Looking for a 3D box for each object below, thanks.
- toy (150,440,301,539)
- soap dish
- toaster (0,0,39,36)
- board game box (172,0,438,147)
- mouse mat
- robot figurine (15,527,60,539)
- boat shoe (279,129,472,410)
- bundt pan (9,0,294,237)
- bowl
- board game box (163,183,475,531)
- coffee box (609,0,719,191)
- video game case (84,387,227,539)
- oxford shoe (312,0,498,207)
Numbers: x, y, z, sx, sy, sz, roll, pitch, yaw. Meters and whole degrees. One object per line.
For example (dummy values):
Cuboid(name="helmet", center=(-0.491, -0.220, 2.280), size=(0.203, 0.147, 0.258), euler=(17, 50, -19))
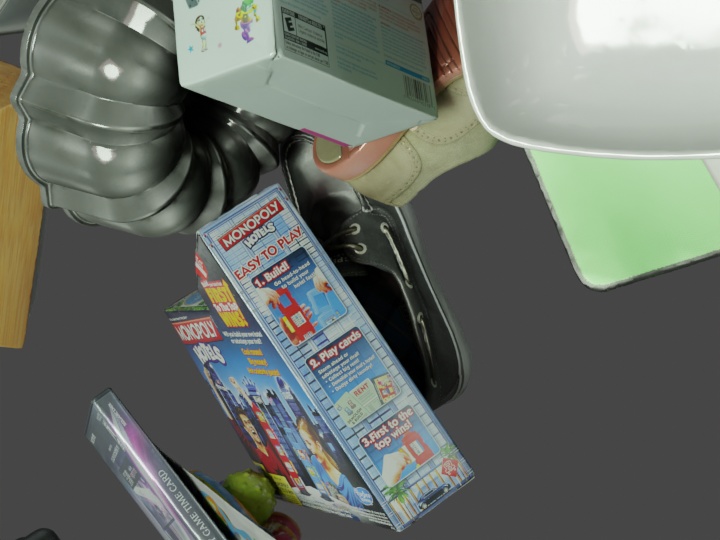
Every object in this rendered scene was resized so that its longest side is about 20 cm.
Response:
Cuboid(name="toy", center=(-0.064, 0.169, 1.030), size=(0.200, 0.047, 0.115), euler=(34, 152, 47))
Cuboid(name="soap dish", center=(-0.293, -0.056, 1.089), size=(0.157, 0.081, 0.200), euler=(21, 114, 19))
Cuboid(name="toaster", center=(-0.202, -0.251, 0.934), size=(0.200, 0.119, 0.181), euler=(-44, 77, 37))
Cuboid(name="board game box", center=(-0.034, -0.180, 0.838), size=(0.064, 0.147, 0.200), euler=(-15, 73, 31))
Cuboid(name="mouse mat", center=(0.183, -0.085, 0.882), size=(0.200, 0.008, 0.161), euler=(-19, 97, 31))
Cuboid(name="robot figurine", center=(-0.206, 0.286, 1.139), size=(0.125, 0.150, 0.200), euler=(-32, 91, 3))
Cuboid(name="boat shoe", center=(0.000, 0.000, 0.968), size=(0.070, 0.066, 0.200), euler=(-22, 96, 30))
Cuboid(name="bundt pan", center=(-0.098, -0.107, 0.896), size=(0.076, 0.202, 0.202), euler=(24, 117, 29))
Cuboid(name="bowl", center=(0.147, -0.155, 0.740), size=(0.199, 0.075, 0.200), euler=(3, 104, 28))
Cuboid(name="board game box", center=(-0.043, 0.050, 0.965), size=(0.200, 0.062, 0.200), euler=(62, 158, -11))
Cuboid(name="coffee box", center=(0.226, -0.096, 0.805), size=(0.114, 0.080, 0.200), euler=(-30, 91, 31))
Cuboid(name="video game case", center=(-0.117, 0.173, 1.061), size=(0.200, 0.019, 0.143), euler=(53, 162, 4))
Cuboid(name="oxford shoe", center=(0.064, -0.113, 0.903), size=(0.200, 0.071, 0.074), euler=(-38, 130, 25))
